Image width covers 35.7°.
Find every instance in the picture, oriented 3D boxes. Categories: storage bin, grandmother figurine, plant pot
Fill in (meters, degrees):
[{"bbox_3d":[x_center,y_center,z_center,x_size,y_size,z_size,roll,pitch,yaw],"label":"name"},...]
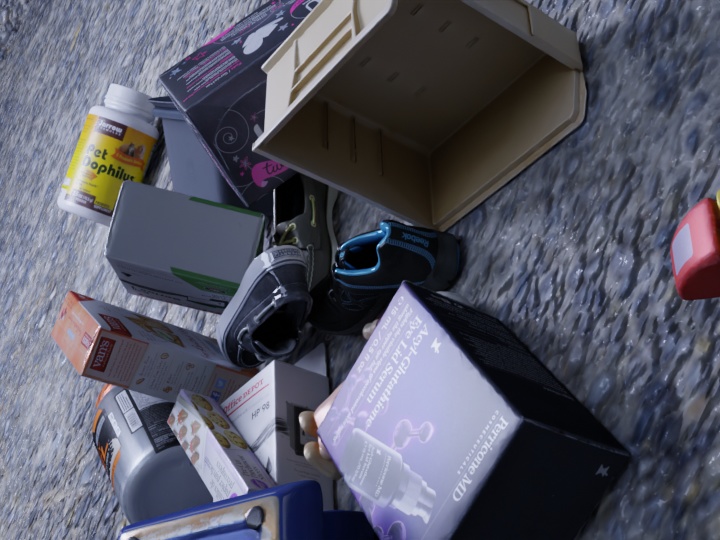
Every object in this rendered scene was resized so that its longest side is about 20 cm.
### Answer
[{"bbox_3d":[0.049,-0.147,0.915,0.198,0.199,0.094,-38,41,40],"label":"storage bin"},{"bbox_3d":[0.024,0.087,0.957,0.200,0.060,0.122,-46,45,29],"label":"grandmother figurine"},{"bbox_3d":[-0.150,-0.137,1.300,0.200,0.145,0.136,19,116,58],"label":"storage bin"},{"bbox_3d":[-0.073,0.272,0.816,0.199,0.180,0.201,-17,53,20],"label":"plant pot"}]

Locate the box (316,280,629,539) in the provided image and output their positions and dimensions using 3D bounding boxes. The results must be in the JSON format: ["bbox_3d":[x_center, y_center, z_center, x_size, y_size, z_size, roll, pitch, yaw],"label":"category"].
[{"bbox_3d":[0.073,0.125,0.811,0.149,0.104,0.200,-61,32,13],"label":"box"}]

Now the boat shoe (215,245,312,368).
[{"bbox_3d":[-0.089,0.056,1.084,0.200,0.071,0.068,-58,46,51],"label":"boat shoe"}]

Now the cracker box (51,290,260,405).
[{"bbox_3d":[-0.212,0.091,1.181,0.134,0.199,0.058,29,97,58],"label":"cracker box"}]

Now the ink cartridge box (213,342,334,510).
[{"bbox_3d":[-0.085,0.169,1.066,0.116,0.066,0.201,-40,42,40],"label":"ink cartridge box"}]

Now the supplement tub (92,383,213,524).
[{"bbox_3d":[-0.219,0.191,1.209,0.123,0.122,0.200,-64,31,9],"label":"supplement tub"}]

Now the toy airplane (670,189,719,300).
[{"bbox_3d":[0.259,-0.047,0.584,0.200,0.140,0.200,-63,31,9],"label":"toy airplane"}]

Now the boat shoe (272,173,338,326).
[{"bbox_3d":[-0.062,-0.039,1.157,0.072,0.060,0.203,-34,45,43],"label":"boat shoe"}]

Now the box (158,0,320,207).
[{"bbox_3d":[-0.078,-0.183,1.129,0.199,0.133,0.115,-35,34,-4],"label":"box"}]

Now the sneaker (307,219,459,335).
[{"bbox_3d":[0.000,0.000,1.017,0.200,0.081,0.074,-30,48,47],"label":"sneaker"}]

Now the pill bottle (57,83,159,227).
[{"bbox_3d":[-0.368,-0.170,1.663,0.109,0.109,0.202,16,86,59],"label":"pill bottle"}]

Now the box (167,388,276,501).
[{"bbox_3d":[-0.127,0.171,1.027,0.039,0.041,0.200,-65,31,8],"label":"box"}]

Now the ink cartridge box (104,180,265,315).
[{"bbox_3d":[-0.178,-0.015,1.174,0.200,0.145,0.085,113,171,-77],"label":"ink cartridge box"}]
